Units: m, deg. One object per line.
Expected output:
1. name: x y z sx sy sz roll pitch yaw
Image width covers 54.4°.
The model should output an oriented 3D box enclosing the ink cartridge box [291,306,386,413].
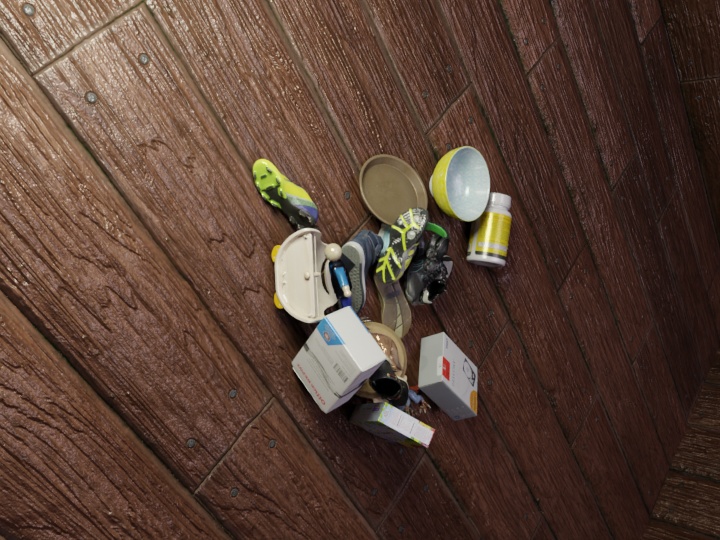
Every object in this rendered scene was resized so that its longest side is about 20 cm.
1. ink cartridge box: -0.051 0.198 1.540 0.084 0.200 0.145 -21 68 -42

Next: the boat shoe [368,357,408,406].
1. boat shoe: 0.064 0.269 1.611 0.202 0.073 0.064 60 18 -50

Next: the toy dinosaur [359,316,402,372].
1. toy dinosaur: 0.027 0.176 1.657 0.198 0.086 0.137 15 58 -21

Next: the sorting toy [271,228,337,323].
1. sorting toy: -0.105 0.013 1.580 0.179 0.106 0.202 0 87 -58

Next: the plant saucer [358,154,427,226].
1. plant saucer: 0.078 -0.194 1.741 0.198 0.029 0.202 13 64 -27

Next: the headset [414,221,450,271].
1. headset: 0.170 -0.073 1.788 0.201 0.122 0.095 -83 -179 -50

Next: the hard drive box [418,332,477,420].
1. hard drive box: 0.242 0.292 1.914 0.200 0.076 0.157 45 39 -37

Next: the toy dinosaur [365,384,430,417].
1. toy dinosaur: 0.089 0.333 1.829 0.181 0.105 0.201 41 30 -28

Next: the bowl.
1. bowl: 0.253 -0.232 1.906 0.199 0.107 0.202 -3 94 -45

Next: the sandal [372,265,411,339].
1. sandal: 0.077 0.079 1.788 0.080 0.054 0.202 -15 91 -9

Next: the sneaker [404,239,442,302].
1. sneaker: 0.168 -0.001 1.823 0.076 0.078 0.201 75 30 -49

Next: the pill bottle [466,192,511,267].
1. pill bottle: 0.377 -0.118 2.032 0.114 0.114 0.202 14 83 -44

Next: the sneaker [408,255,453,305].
1. sneaker: 0.209 0.031 1.895 0.200 0.087 0.076 -46 121 -34

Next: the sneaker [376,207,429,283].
1. sneaker: 0.102 -0.063 1.694 0.201 0.075 0.076 -60 164 8

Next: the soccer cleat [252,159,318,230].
1. soccer cleat: -0.165 -0.173 1.540 0.200 0.064 0.084 48 31 -31

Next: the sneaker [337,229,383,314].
1. sneaker: 0.002 0.000 1.693 0.146 0.076 0.204 -51 152 -56

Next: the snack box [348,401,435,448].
1. snack box: 0.071 0.369 1.671 0.142 0.200 0.053 31 69 -11

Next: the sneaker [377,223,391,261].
1. sneaker: 0.099 -0.115 1.779 0.074 0.081 0.202 22 77 -44

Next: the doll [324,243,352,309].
1. doll: -0.043 0.035 1.569 0.048 0.137 0.202 -12 110 -7

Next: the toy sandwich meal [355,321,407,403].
1. toy sandwich meal: 0.027 0.227 1.724 0.203 0.070 0.207 4 75 -15
